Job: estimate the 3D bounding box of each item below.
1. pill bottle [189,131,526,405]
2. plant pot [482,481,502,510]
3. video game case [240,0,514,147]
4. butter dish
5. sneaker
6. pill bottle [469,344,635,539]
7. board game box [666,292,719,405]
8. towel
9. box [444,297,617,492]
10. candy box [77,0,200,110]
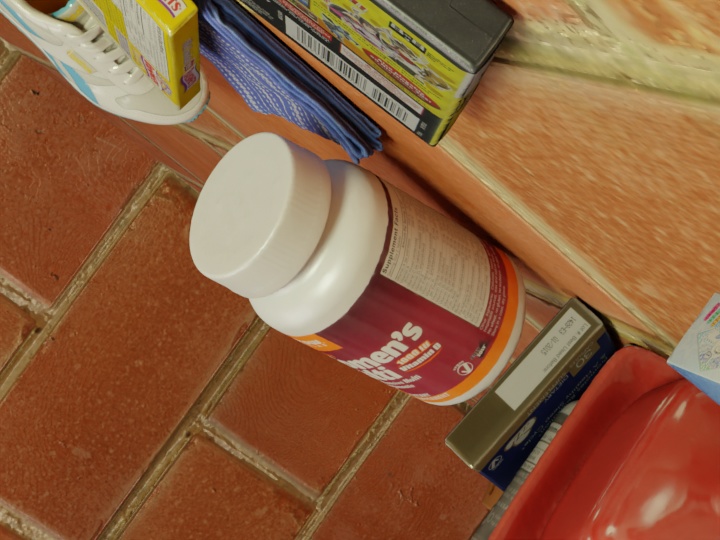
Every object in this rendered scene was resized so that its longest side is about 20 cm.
[{"bbox_3d":[0.000,0.000,0.985,0.199,0.110,0.109,28,-178,-37],"label":"pill bottle"},{"bbox_3d":[0.251,0.286,2.106,0.200,0.140,0.200,36,175,4],"label":"plant pot"},{"bbox_3d":[-0.036,-0.128,0.623,0.200,0.026,0.181,38,176,1],"label":"video game case"},{"bbox_3d":[0.194,0.142,0.871,0.199,0.200,0.148,37,153,5],"label":"butter dish"},{"bbox_3d":[-0.184,-0.166,1.118,0.200,0.077,0.081,36,174,-23],"label":"sneaker"},{"bbox_3d":[0.148,0.154,1.018,0.113,0.201,0.114,36,175,4],"label":"pill bottle"},{"bbox_3d":[0.242,0.094,0.633,0.200,0.043,0.199,37,177,-16],"label":"board game box"},{"bbox_3d":[-0.075,-0.127,0.980,0.145,0.024,0.200,40,175,-28],"label":"towel"},{"bbox_3d":[0.127,0.096,1.088,0.032,0.121,0.200,41,179,21],"label":"box"},{"bbox_3d":[-0.134,-0.155,0.942,0.102,0.026,0.200,45,172,0],"label":"candy box"}]
